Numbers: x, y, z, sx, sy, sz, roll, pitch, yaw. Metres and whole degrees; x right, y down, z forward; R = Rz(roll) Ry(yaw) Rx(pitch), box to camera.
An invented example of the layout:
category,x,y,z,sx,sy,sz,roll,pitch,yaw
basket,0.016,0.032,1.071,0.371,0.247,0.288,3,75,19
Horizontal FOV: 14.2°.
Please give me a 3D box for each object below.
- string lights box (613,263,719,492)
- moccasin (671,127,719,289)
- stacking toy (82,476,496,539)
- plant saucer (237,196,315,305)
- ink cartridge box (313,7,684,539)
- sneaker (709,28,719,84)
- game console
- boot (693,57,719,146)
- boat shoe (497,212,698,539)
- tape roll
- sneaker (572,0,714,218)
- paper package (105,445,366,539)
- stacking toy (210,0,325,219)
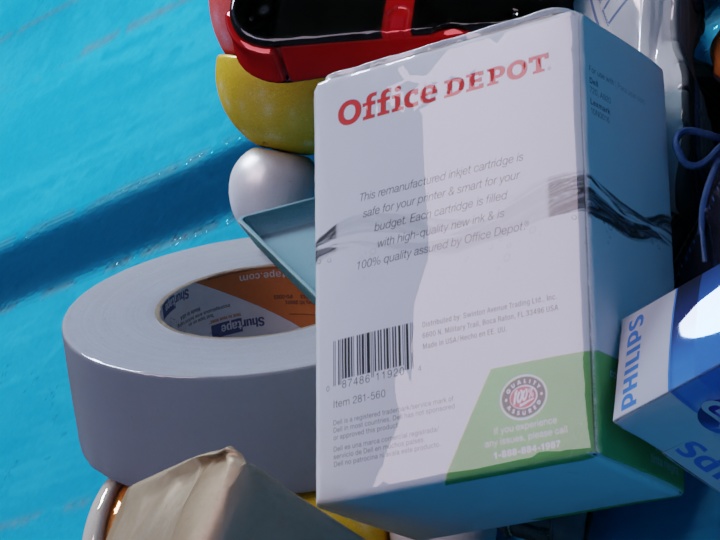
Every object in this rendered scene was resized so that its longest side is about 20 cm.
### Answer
category,x,y,z,sx,sy,sz,roll,pitch,yaw
string lights box,0.206,0.025,1.144,0.200,0.103,0.059,-32,36,39
moccasin,0.191,-0.067,1.272,0.068,0.080,0.200,39,108,23
stacking toy,-0.023,0.146,1.403,0.199,0.146,0.147,-14,45,28
plant saucer,0.000,0.000,1.432,0.070,0.019,0.200,-15,20,-14
ink cartridge box,0.059,0.004,1.266,0.146,0.084,0.201,-13,67,33
sneaker,0.230,-0.119,1.314,0.112,0.077,0.200,-67,18,-13
game console,0.027,-0.181,1.415,0.176,0.031,0.201,-4,55,18
boot,0.096,-0.082,1.479,0.182,0.073,0.200,-37,35,2
boat shoe,0.119,0.041,1.342,0.062,0.073,0.200,25,69,20
tape roll,-0.047,0.044,1.449,0.200,0.199,0.066,-140,41,-63
sneaker,0.118,-0.110,1.358,0.087,0.075,0.201,-9,51,16
paper package,-0.040,0.212,1.245,0.103,0.190,0.201,-19,43,54
stacking toy,-0.030,-0.114,1.557,0.146,0.146,0.201,16,98,62
